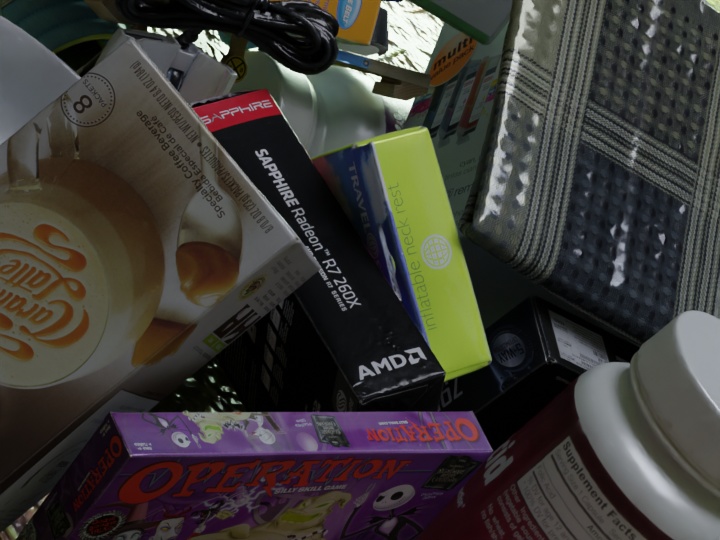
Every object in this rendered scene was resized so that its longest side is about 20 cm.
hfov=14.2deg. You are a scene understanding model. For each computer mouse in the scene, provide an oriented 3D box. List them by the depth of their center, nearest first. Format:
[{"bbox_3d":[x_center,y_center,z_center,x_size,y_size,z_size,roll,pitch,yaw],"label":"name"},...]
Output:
[{"bbox_3d":[-0.101,-0.089,1.455,0.109,0.200,0.044,16,60,-22],"label":"computer mouse"}]

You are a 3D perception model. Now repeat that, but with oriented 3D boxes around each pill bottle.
[{"bbox_3d":[0.116,0.117,1.387,0.114,0.200,0.114,37,26,-22],"label":"pill bottle"},{"bbox_3d":[-0.001,-0.048,1.621,0.200,0.112,0.112,25,32,-38],"label":"pill bottle"}]

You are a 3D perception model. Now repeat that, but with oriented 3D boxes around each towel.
[{"bbox_3d":[0.135,-0.063,1.457,0.192,0.035,0.200,29,61,-30],"label":"towel"}]

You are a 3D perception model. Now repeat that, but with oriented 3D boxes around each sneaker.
[{"bbox_3d":[-0.152,-0.148,1.575,0.131,0.080,0.200,48,34,7],"label":"sneaker"}]

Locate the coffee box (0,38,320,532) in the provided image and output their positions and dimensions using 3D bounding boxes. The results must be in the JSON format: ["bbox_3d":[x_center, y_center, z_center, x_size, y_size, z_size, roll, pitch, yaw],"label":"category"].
[{"bbox_3d":[-0.131,0.015,1.200,0.114,0.200,0.080,49,-1,10],"label":"coffee box"}]

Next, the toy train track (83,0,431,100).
[{"bbox_3d":[-0.054,-0.111,1.508,0.200,0.033,0.115,13,2,-31],"label":"toy train track"}]

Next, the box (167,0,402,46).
[{"bbox_3d":[-0.080,-0.154,1.478,0.200,0.042,0.119,17,0,-25],"label":"box"}]

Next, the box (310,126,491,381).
[{"bbox_3d":[0.000,0.000,1.433,0.048,0.200,0.122,-17,91,-23],"label":"box"}]

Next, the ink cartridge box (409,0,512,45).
[{"bbox_3d":[0.014,-0.225,1.569,0.145,0.088,0.200,28,21,-26],"label":"ink cartridge box"}]

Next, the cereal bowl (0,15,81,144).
[{"bbox_3d":[-0.165,-0.030,1.352,0.200,0.083,0.200,45,17,-17],"label":"cereal bowl"}]

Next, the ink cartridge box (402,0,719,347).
[{"bbox_3d":[0.114,-0.052,1.551,0.145,0.145,0.200,40,53,-27],"label":"ink cartridge box"}]

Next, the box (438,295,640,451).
[{"bbox_3d":[0.104,0.103,1.500,0.200,0.160,0.044,27,37,-38],"label":"box"}]

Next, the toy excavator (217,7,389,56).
[{"bbox_3d":[-0.068,-0.188,1.676,0.200,0.194,0.100,7,79,-31],"label":"toy excavator"}]

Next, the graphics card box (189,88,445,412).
[{"bbox_3d":[-0.030,0.024,1.393,0.051,0.126,0.200,-15,52,-22],"label":"graphics card box"}]

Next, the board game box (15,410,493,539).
[{"bbox_3d":[-0.050,0.106,1.255,0.200,0.120,0.032,2,45,-39],"label":"board game box"}]
